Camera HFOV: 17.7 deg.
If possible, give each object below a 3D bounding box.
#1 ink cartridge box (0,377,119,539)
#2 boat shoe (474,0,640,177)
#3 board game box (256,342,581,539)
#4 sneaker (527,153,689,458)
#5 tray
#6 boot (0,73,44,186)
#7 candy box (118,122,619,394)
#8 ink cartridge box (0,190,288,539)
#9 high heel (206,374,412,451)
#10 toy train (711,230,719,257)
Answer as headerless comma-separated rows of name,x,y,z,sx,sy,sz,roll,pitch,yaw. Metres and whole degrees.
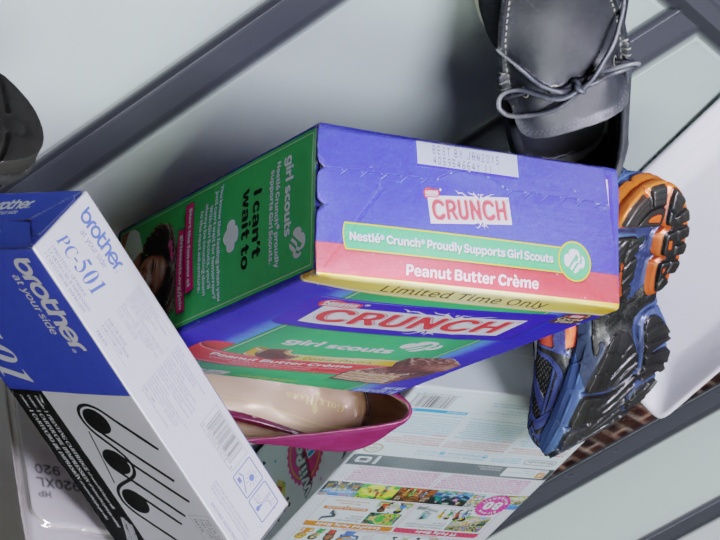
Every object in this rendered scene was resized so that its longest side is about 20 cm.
ink cartridge box,-0.172,0.161,1.269,0.147,0.145,0.200,13,138,-36
boat shoe,0.095,-0.097,1.082,0.075,0.062,0.200,-13,146,-2
board game box,0.034,0.104,1.355,0.147,0.064,0.200,9,138,-33
sneaker,0.119,0.016,1.229,0.075,0.078,0.200,-22,138,-34
tray,0.189,-0.016,1.227,0.200,0.107,0.022,-46,171,38
boot,-0.256,-0.034,0.995,0.211,0.079,0.158,11,133,-20
candy box,0.000,0.000,1.109,0.169,0.077,0.200,8,161,-31
ink cartridge box,-0.123,0.052,1.104,0.094,0.044,0.200,1,131,43
high heel,-0.072,0.058,1.204,0.200,0.067,0.096,6,172,-39
toy train,0.285,-0.007,1.292,0.116,0.085,0.200,-22,149,27
